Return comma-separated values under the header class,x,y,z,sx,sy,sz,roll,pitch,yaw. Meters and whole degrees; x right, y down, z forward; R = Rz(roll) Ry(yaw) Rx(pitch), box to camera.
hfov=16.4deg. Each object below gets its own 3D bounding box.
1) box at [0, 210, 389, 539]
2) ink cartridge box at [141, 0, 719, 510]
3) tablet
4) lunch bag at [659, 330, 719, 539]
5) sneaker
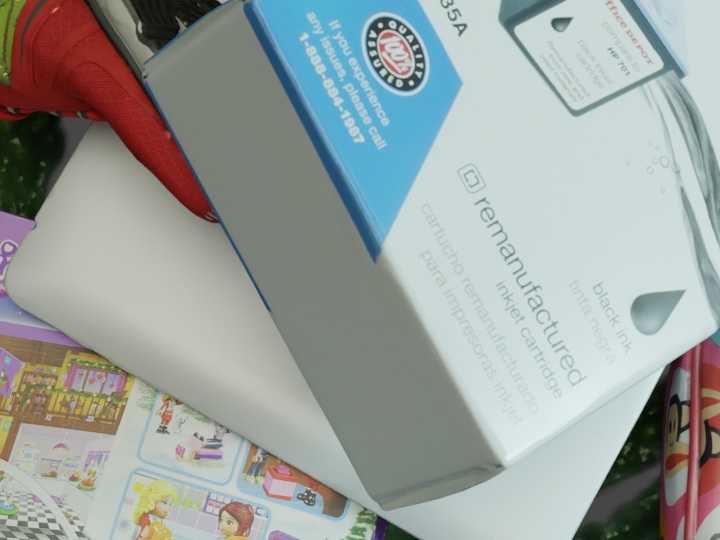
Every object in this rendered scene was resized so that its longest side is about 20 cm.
class,x,y,z,sx,sy,sz,roll,pitch,yaw
box,-0.088,0.062,0.813,0.198,0.039,0.138,17,78,7
ink cartridge box,0.060,-0.045,0.730,0.199,0.086,0.147,-31,93,-28
tablet,0.000,0.000,0.797,0.199,0.014,0.131,29,80,8
lunch bag,0.196,0.090,0.804,0.198,0.082,0.178,3,79,3
sneaker,-0.099,-0.073,0.790,0.200,0.077,0.085,45,106,26
